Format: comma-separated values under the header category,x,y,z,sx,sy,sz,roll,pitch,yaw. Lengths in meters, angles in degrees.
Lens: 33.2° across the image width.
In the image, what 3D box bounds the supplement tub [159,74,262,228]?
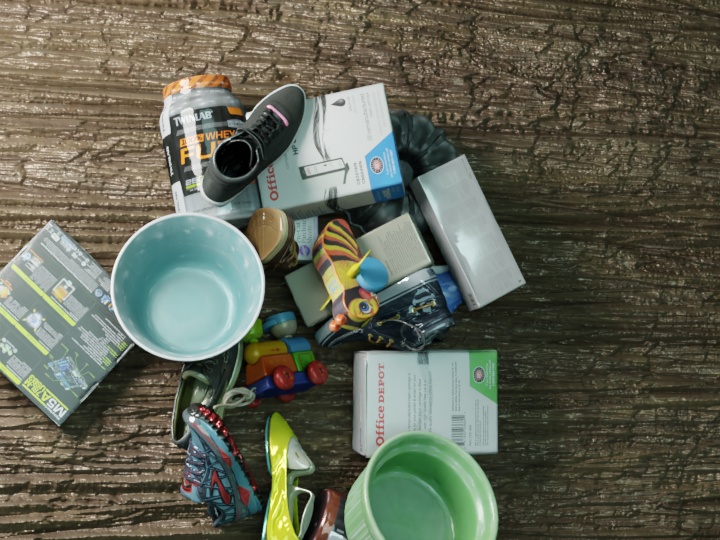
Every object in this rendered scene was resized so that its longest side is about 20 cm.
category,x,y,z,sx,sy,sz,roll,pitch,yaw
supplement tub,-0.208,-0.158,1.662,0.121,0.122,0.204,-11,85,-16

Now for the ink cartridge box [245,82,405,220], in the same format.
category,x,y,z,sx,sy,sz,roll,pitch,yaw
ink cartridge box,-0.048,-0.159,1.669,0.197,0.084,0.149,-12,81,3

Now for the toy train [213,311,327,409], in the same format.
category,x,y,z,sx,sy,sz,roll,pitch,yaw
toy train,-0.140,0.118,1.629,0.199,0.084,0.117,-2,68,-52

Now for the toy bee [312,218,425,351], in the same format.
category,x,y,z,sx,sy,sz,roll,pitch,yaw
toy bee,-0.009,0.028,1.590,0.108,0.132,0.199,-25,54,-41

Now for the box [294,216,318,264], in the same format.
category,x,y,z,sx,sy,sz,roll,pitch,yaw
box,-0.082,-0.111,1.733,0.041,0.039,0.204,1,82,-12

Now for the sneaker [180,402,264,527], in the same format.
category,x,y,z,sx,sy,sz,roll,pitch,yaw
sneaker,-0.199,0.267,1.599,0.095,0.079,0.202,-28,122,-9

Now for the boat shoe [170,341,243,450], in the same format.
category,x,y,z,sx,sy,sz,roll,pitch,yaw
boat shoe,-0.211,0.146,1.640,0.071,0.066,0.204,9,81,22

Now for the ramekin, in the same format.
category,x,y,z,sx,sy,sz,roll,pitch,yaw
ramekin,0.074,0.325,1.598,0.197,0.098,0.203,15,54,-20

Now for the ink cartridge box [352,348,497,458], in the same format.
category,x,y,z,sx,sy,sz,roll,pitch,yaw
ink cartridge box,0.090,0.185,1.712,0.196,0.084,0.149,1,89,-15

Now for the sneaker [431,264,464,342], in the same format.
category,x,y,z,sx,sy,sz,roll,pitch,yaw
sneaker,0.128,0.048,1.748,0.196,0.077,0.113,-4,78,-12

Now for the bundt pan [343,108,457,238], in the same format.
category,x,y,z,sx,sy,sz,roll,pitch,yaw
bundt pan,0.060,-0.143,1.758,0.198,0.076,0.206,2,81,-15

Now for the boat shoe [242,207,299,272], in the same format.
category,x,y,z,sx,sy,sz,roll,pitch,yaw
boat shoe,-0.116,-0.034,1.632,0.071,0.200,0.073,1,72,-22

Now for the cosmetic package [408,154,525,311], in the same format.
category,x,y,z,sx,sy,sz,roll,pitch,yaw
cosmetic package,0.150,-0.052,1.703,0.082,0.051,0.202,-25,89,-15

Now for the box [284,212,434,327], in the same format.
category,x,y,z,sx,sy,sz,roll,pitch,yaw
box,0.000,0.000,1.689,0.198,0.068,0.083,-26,86,6

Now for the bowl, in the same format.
category,x,y,z,sx,sy,sz,roll,pitch,yaw
bowl,-0.227,0.037,1.594,0.197,0.105,0.204,3,69,-7

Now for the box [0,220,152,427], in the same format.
category,x,y,z,sx,sy,sz,roll,pitch,yaw
box,-0.408,0.071,1.618,0.200,0.047,0.194,43,77,-7

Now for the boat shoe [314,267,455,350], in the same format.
category,x,y,z,sx,sy,sz,roll,pitch,yaw
boat shoe,0.033,0.081,1.677,0.198,0.071,0.092,-29,80,18

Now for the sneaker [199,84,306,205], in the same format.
category,x,y,z,sx,sy,sz,roll,pitch,yaw
sneaker,-0.129,-0.172,1.570,0.071,0.099,0.201,41,74,-5

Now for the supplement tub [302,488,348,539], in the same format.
category,x,y,z,sx,sy,sz,roll,pitch,yaw
supplement tub,0.018,0.385,1.661,0.198,0.107,0.108,26,77,-10

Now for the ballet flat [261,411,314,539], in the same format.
category,x,y,z,sx,sy,sz,roll,pitch,yaw
ballet flat,-0.095,0.290,1.642,0.066,0.067,0.203,-7,63,16
